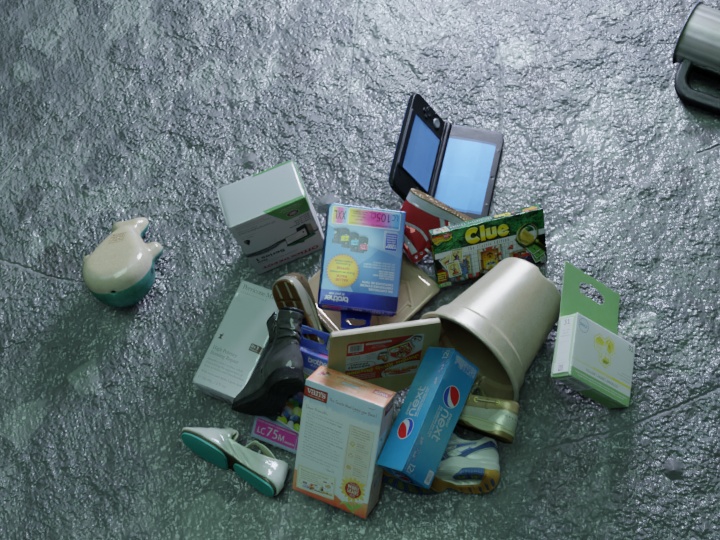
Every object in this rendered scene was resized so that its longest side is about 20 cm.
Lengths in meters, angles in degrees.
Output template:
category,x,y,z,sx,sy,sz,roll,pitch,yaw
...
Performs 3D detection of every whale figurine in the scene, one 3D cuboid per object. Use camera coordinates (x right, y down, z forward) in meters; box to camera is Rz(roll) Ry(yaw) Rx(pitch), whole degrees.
category,x,y,z,sx,sy,sz,roll,pitch,yaw
whale figurine,-0.437,-0.014,1.734,0.156,0.105,0.202,-12,38,6

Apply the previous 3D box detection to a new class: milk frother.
category,x,y,z,sx,sy,sz,roll,pitch,yaw
milk frother,0.646,-0.386,1.627,0.186,0.201,0.182,27,75,22

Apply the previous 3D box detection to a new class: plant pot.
category,x,y,z,sx,sy,sz,roll,pitch,yaw
plant pot,0.223,0.087,1.500,0.199,0.202,0.183,34,63,24

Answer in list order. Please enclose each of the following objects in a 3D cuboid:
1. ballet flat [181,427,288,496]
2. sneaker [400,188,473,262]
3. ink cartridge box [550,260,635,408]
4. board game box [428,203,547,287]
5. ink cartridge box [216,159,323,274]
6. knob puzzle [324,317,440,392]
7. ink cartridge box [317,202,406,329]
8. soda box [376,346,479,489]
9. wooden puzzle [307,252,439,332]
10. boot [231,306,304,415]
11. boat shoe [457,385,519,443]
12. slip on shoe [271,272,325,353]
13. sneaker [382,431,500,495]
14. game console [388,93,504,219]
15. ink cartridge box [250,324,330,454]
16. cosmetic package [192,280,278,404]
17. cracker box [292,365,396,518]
category,x,y,z,sx,sy,sz,roll,pitch,yaw
ballet flat,-0.204,0.302,1.543,0.197,0.070,0.070,26,71,17
sneaker,0.149,-0.048,1.632,0.197,0.071,0.114,28,103,-6
ink cartridge box,0.375,0.099,1.481,0.048,0.144,0.204,-18,51,52
board game box,0.219,-0.041,1.588,0.196,0.107,0.024,-14,26,-3
ink cartridge box,-0.152,-0.090,1.642,0.144,0.201,0.086,-22,64,1
knob puzzle,0.033,0.142,1.486,0.215,0.221,0.031,-17,52,2
ink cartridge box,0.000,0.000,1.554,0.133,0.076,0.205,6,83,-2
soda box,0.103,0.221,1.416,0.067,0.064,0.203,-2,57,55
wooden puzzle,0.013,0.042,1.634,0.199,0.047,0.185,-39,64,-14
boot,-0.141,0.147,1.491,0.199,0.069,0.134,-35,47,45
boat shoe,0.175,0.214,1.462,0.198,0.074,0.067,14,75,51
slip on shoe,-0.092,0.102,1.583,0.075,0.060,0.204,-18,96,27
sneaker,0.124,0.300,1.478,0.195,0.076,0.089,1,46,11
game console,0.157,-0.203,1.686,0.117,0.170,0.204,-6,59,38
ink cartridge box,-0.103,0.195,1.533,0.117,0.042,0.204,17,95,19
cosmetic package,-0.198,0.129,1.615,0.100,0.074,0.203,16,70,18
cracker box,-0.027,0.264,1.439,0.132,0.204,0.058,17,24,19
